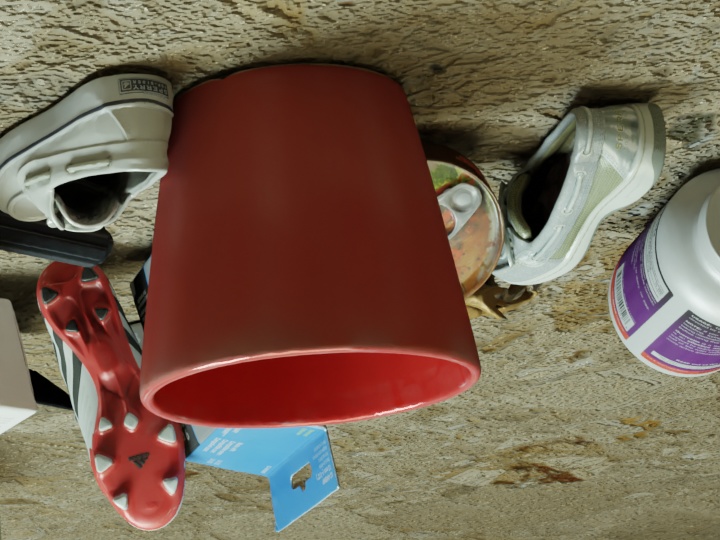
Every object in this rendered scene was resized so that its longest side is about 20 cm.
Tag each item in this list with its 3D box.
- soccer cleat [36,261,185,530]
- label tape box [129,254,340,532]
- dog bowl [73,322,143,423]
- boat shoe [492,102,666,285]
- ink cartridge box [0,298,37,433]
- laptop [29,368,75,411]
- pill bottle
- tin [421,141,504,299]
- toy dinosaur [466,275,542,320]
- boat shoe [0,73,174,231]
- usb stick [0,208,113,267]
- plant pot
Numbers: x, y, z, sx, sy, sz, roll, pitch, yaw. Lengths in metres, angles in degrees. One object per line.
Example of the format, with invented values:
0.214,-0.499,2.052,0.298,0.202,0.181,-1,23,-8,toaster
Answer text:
-0.171,0.084,1.753,0.069,0.200,0.085,-23,177,-3,soccer cleat
-0.088,0.074,1.708,0.066,0.200,0.143,-11,167,-21,label tape box
-0.130,0.084,2.009,0.200,0.059,0.200,-5,164,-1,dog bowl
0.121,-0.050,1.591,0.065,0.075,0.202,8,157,-22,boat shoe
-0.321,0.085,1.546,0.200,0.085,0.146,-32,152,31,ink cartridge box
-0.325,0.115,1.824,0.200,0.116,0.187,-44,-161,-10,laptop
0.245,-0.002,1.721,0.112,0.113,0.200,-2,165,-10,pill bottle
0.000,0.000,1.596,0.200,0.042,0.112,-40,121,13,tin
0.063,0.018,1.832,0.200,0.061,0.106,5,163,-33,toy dinosaur
-0.164,-0.054,1.480,0.072,0.066,0.200,5,162,-34,boat shoe
-0.239,-0.034,1.573,0.055,0.033,0.200,28,-170,40,usb stick
-0.036,-0.014,1.461,0.200,0.178,0.200,-5,164,-2,plant pot
